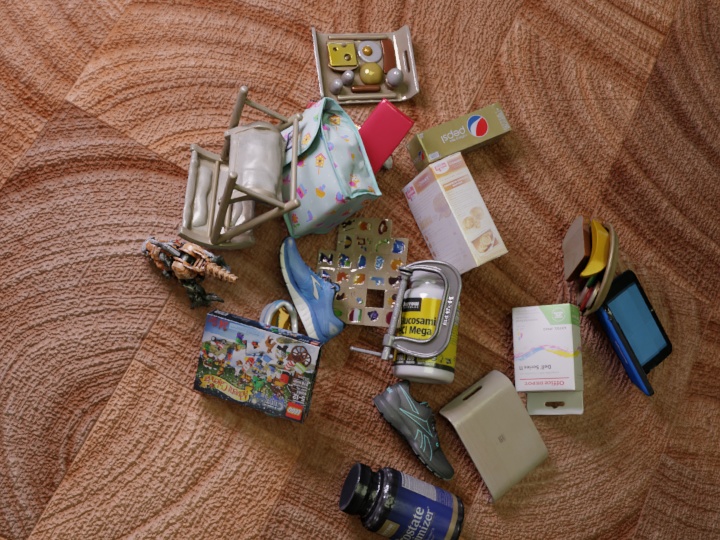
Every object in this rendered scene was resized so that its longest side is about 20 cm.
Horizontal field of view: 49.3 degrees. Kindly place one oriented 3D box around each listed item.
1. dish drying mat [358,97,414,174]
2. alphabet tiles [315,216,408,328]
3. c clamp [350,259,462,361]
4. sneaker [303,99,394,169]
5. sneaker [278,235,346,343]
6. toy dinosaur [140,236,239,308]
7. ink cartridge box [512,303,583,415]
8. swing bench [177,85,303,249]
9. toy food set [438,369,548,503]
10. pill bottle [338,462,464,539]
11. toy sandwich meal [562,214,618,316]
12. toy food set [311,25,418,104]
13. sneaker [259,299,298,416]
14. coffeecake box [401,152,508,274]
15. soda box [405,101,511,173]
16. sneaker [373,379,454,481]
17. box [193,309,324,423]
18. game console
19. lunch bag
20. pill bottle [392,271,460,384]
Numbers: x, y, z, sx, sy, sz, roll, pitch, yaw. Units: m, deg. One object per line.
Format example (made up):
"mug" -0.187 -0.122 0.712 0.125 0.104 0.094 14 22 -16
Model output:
"dish drying mat" 0.011 -0.218 1.453 0.077 0.018 0.200 34 109 -17
"alphabet tiles" 0.000 0.000 1.437 0.166 0.008 0.202 4 77 9
"c clamp" 0.086 0.069 1.375 0.170 0.027 0.201 16 82 23
"sneaker" -0.026 -0.243 1.488 0.199 0.078 0.083 28 99 -13
"sneaker" -0.086 0.029 1.397 0.089 0.079 0.201 -25 92 -7
"toy dinosaur" -0.285 -0.002 1.316 0.102 0.136 0.200 -45 51 -5
"ink cartridge box" 0.353 0.169 1.477 0.116 0.067 0.202 -7 77 28
"swing bench" -0.203 -0.161 1.327 0.129 0.200 0.200 21 52 -30
"toy food set" 0.249 0.309 1.460 0.143 0.060 0.201 -32 97 -20
"pill bottle" 0.069 0.408 1.353 0.199 0.112 0.113 24 73 -10
"toy sandwich meal" 0.434 -0.013 1.513 0.070 0.205 0.207 15 75 1
"toy food set" 0.008 -0.403 1.519 0.198 0.060 0.145 -6 81 -18
"sneaker" -0.148 0.151 1.358 0.076 0.081 0.202 3 79 -17
"coffeecake box" 0.171 -0.095 1.462 0.073 0.153 0.201 -24 86 -20
"soda box" 0.194 -0.262 1.548 0.199 0.068 0.064 -23 86 -19
"sneaker" 0.110 0.286 1.403 0.079 0.075 0.200 -39 91 -8
"box" -0.170 0.159 1.308 0.198 0.038 0.138 15 102 9
"game console" 0.548 0.118 1.542 0.118 0.171 0.201 -30 95 7
"lunch bag" -0.078 -0.184 1.393 0.121 0.170 0.201 -13 77 -48
"pill bottle" 0.123 0.100 1.430 0.111 0.112 0.202 10 76 -14
